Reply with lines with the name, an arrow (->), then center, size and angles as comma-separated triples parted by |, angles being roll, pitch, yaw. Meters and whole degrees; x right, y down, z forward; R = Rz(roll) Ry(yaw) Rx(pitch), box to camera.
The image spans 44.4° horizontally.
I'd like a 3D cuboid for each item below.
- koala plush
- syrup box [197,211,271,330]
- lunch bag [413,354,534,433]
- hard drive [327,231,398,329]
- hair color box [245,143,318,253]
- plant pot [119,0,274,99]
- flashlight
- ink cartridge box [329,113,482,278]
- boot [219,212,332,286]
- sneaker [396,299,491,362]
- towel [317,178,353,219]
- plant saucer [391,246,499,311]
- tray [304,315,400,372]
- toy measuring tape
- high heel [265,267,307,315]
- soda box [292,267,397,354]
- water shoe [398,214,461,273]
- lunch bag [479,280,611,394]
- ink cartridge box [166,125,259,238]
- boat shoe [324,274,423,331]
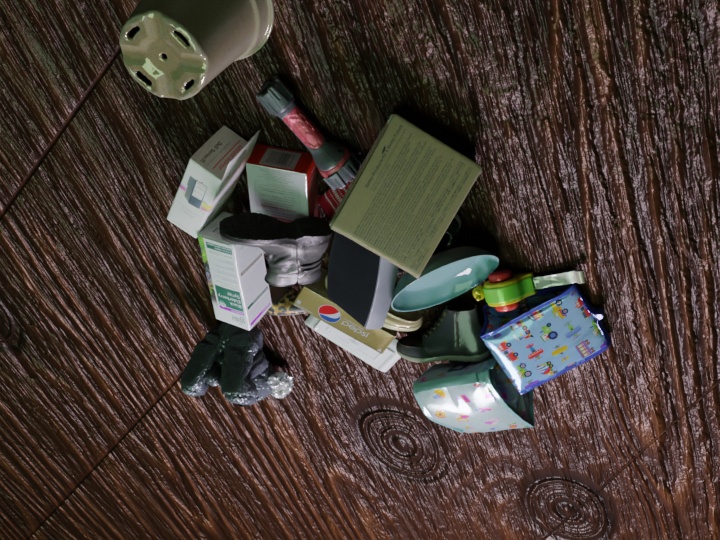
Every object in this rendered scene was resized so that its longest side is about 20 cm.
koala plush -> -0.240, 0.210, 1.849 | 0.176, 0.186, 0.200 | 4, 155, 31
syrup box -> -0.223, 0.003, 1.588 | 0.078, 0.082, 0.202 | 17, 133, 24
lunch bag -> 0.212, 0.227, 1.648 | 0.169, 0.123, 0.200 | -13, 150, 32
hard drive -> 0.000, 0.000, 1.510 | 0.135, 0.042, 0.201 | 38, 137, 28
hair color box -> -0.132, -0.115, 1.539 | 0.110, 0.064, 0.201 | 11, 133, 11
plant pot -> -0.249, -0.350, 1.276 | 0.198, 0.184, 0.202 | 12, 136, 12
flashlight -> -0.083, -0.220, 1.414 | 0.067, 0.068, 0.200 | -23, 120, 38
ink cartridge box -> 0.068, -0.116, 1.372 | 0.164, 0.075, 0.201 | 30, 97, -6
boot -> -0.150, -0.025, 1.502 | 0.198, 0.070, 0.132 | 4, 133, -17
sneaker -> 0.146, 0.108, 1.643 | 0.198, 0.075, 0.107 | -4, 112, 34
towel -> 0.028, -0.108, 1.485 | 0.199, 0.022, 0.145 | -30, 99, 41
plant saucer -> 0.138, 0.009, 1.497 | 0.198, 0.036, 0.200 | -20, 160, -7
tray -> -0.010, 0.135, 1.754 | 0.199, 0.022, 0.107 | 32, 134, -9
toy measuring tape -> 0.277, 0.030, 1.493 | 0.198, 0.074, 0.074 | -9, 128, 33
high heel -> -0.185, 0.010, 1.669 | 0.198, 0.072, 0.143 | 22, 143, 15
soda box -> -0.022, 0.073, 1.667 | 0.199, 0.068, 0.064 | 29, 135, -6
water shoe -> 0.088, -0.038, 1.508 | 0.071, 0.079, 0.200 | 37, 134, -13
lunch bag -> 0.334, 0.108, 1.550 | 0.199, 0.094, 0.151 | -24, 117, 27
ink cartridge box -> -0.251, -0.163, 1.501 | 0.067, 0.117, 0.200 | 34, 135, -1
boat shoe -> 0.030, 0.044, 1.618 | 0.199, 0.072, 0.065 | 29, 136, 1
